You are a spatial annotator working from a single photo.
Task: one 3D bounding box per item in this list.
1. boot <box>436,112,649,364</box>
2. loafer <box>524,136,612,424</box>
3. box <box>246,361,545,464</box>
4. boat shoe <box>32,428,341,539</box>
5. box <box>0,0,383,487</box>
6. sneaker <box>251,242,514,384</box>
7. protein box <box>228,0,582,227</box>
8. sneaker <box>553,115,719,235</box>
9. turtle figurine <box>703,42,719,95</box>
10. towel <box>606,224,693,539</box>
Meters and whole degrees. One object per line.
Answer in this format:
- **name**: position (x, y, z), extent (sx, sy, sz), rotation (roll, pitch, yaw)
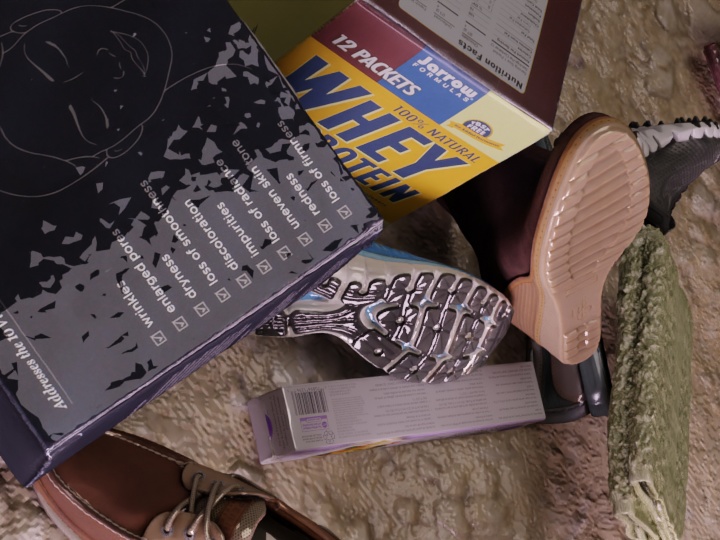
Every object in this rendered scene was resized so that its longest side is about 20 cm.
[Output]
- **boot**: position (0.091, -0.054, 0.919), extent (0.072, 0.200, 0.166), rotation (-22, 54, -18)
- **loafer**: position (0.116, 0.003, 1.024), extent (0.072, 0.063, 0.200), rotation (41, 36, -70)
- **box**: position (0.025, 0.084, 0.936), extent (0.200, 0.039, 0.042), rotation (-4, 76, -39)
- **boat shoe**: position (-0.075, 0.133, 0.804), extent (0.200, 0.072, 0.076), rotation (29, 55, -10)
- **box**: position (-0.133, -0.036, 0.757), extent (0.196, 0.124, 0.200), rotation (-34, 87, -24)
- **sneaker**: position (0.000, 0.000, 0.913), extent (0.200, 0.078, 0.090), rotation (18, 29, -21)
- **protein box**: position (0.020, -0.156, 0.920), extent (0.135, 0.198, 0.200), rotation (31, 56, -23)
- **sneaker**: position (0.205, -0.062, 1.120), extent (0.200, 0.066, 0.091), rotation (-13, 100, -51)
- **turtle figurine**: position (0.375, -0.124, 1.223), extent (0.200, 0.144, 0.194), rotation (16, 67, -29)
- **towel**: position (0.191, 0.084, 1.026), extent (0.148, 0.036, 0.200), rotation (55, 39, -57)
